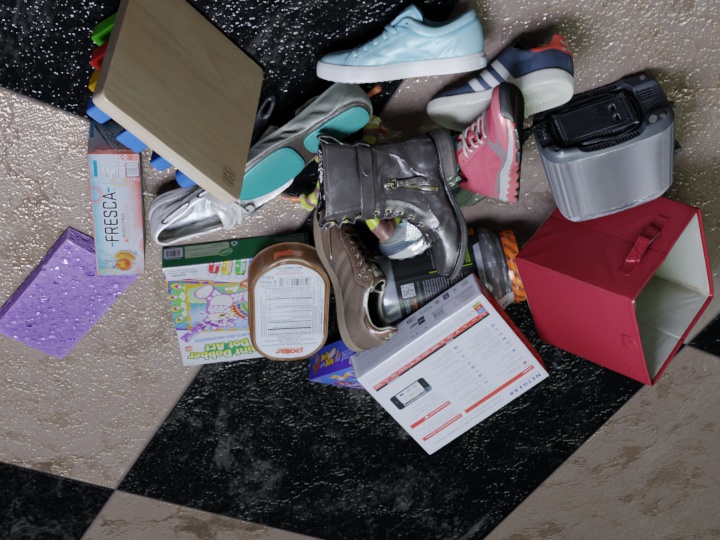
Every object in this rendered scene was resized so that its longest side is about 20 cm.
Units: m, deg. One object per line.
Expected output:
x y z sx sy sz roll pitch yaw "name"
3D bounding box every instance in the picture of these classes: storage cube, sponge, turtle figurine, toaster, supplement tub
0.332 0.011 1.605 0.171 0.179 0.201 -49 140 -23 "storage cube"
-0.396 0.035 1.660 0.111 0.030 0.200 27 125 -31 "sponge"
0.000 -0.117 1.520 0.161 0.065 0.200 39 116 -13 "turtle figurine"
0.298 -0.145 1.535 0.198 0.114 0.130 -18 133 4 "toaster"
0.116 0.013 1.656 0.198 0.123 0.123 -11 135 3 "supplement tub"

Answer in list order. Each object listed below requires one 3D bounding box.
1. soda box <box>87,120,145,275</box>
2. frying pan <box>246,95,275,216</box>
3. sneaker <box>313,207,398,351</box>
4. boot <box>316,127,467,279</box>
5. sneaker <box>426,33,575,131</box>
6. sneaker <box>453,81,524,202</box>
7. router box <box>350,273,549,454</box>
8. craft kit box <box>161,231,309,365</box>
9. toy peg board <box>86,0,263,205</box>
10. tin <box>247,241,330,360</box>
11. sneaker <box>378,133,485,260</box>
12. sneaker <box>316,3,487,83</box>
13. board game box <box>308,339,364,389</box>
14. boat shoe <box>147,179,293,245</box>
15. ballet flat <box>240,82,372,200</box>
-0.300 -0.088 1.528 0.063 0.069 0.201 0 133 -8 "soda box"
-0.164 -0.140 1.525 0.114 0.031 0.191 -3 131 -9 "frying pan"
0.000 0.000 1.589 0.075 0.202 0.070 -17 176 33 "sneaker"
0.031 -0.074 1.468 0.173 0.069 0.202 -12 101 -15 "boot"
0.169 -0.227 1.476 0.199 0.085 0.075 -10 152 36 "sneaker"
0.147 -0.144 1.452 0.086 0.074 0.201 3 150 7 "sneaker"
0.117 0.126 1.621 0.199 0.049 0.180 -35 124 11 "router box"
-0.161 0.042 1.697 0.198 0.049 0.198 -7 138 -2 "craft kit box"
-0.220 -0.189 1.366 0.097 0.201 0.200 -22 136 34 "toy peg board"
-0.097 0.046 1.658 0.111 0.042 0.201 0 134 -4 "tin"
0.085 -0.100 1.586 0.086 0.078 0.200 37 110 -28 "sneaker"
0.045 -0.264 1.426 0.198 0.074 0.083 -6 105 4 "sneaker"
0.021 0.133 1.740 0.133 0.045 0.200 10 166 -19 "board game box"
-0.166 -0.081 1.515 0.199 0.070 0.071 -24 131 9 "boat shoe"
-0.077 -0.156 1.467 0.199 0.064 0.067 -33 144 6 "ballet flat"
